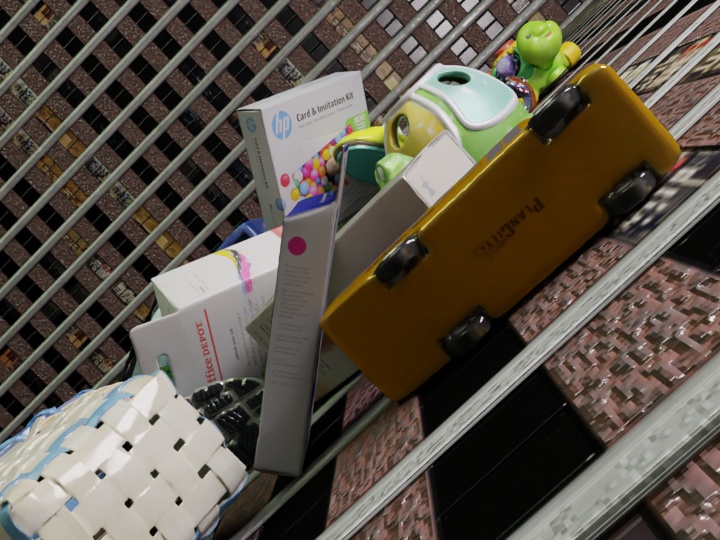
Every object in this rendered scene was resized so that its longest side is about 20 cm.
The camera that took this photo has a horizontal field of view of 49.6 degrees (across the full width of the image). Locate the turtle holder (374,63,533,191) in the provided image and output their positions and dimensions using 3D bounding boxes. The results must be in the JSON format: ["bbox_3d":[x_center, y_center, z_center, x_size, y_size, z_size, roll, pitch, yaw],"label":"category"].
[{"bbox_3d":[0.079,-0.110,0.741,0.186,0.132,0.141,-45,5,-16],"label":"turtle holder"}]

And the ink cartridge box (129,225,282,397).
[{"bbox_3d":[-0.114,0.045,0.712,0.199,0.117,0.067,-24,36,-26],"label":"ink cartridge box"}]

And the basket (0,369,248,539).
[{"bbox_3d":[-0.176,0.162,0.474,0.199,0.140,0.176,-29,12,41],"label":"basket"}]

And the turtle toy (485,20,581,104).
[{"bbox_3d":[0.266,-0.324,1.231,0.146,0.101,0.200,-45,4,-13],"label":"turtle toy"}]

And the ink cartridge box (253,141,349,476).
[{"bbox_3d":[-0.036,0.017,0.498,0.095,0.037,0.202,-87,8,-79],"label":"ink cartridge box"}]

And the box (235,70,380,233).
[{"bbox_3d":[-0.041,-0.091,0.819,0.041,0.202,0.156,6,27,40],"label":"box"}]

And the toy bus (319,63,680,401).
[{"bbox_3d":[0.069,-0.018,0.421,0.200,0.065,0.078,-44,3,14],"label":"toy bus"}]

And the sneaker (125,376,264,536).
[{"bbox_3d":[-0.137,0.152,0.686,0.200,0.078,0.080,-42,-4,26],"label":"sneaker"}]

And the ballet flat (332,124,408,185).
[{"bbox_3d":[0.045,-0.121,0.842,0.067,0.199,0.068,-31,56,40],"label":"ballet flat"}]

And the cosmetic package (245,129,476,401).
[{"bbox_3d":[0.014,0.001,0.594,0.200,0.087,0.103,-42,4,38],"label":"cosmetic package"}]

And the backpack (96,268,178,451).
[{"bbox_3d":[-0.174,0.102,0.828,0.167,0.125,0.202,60,-131,-77],"label":"backpack"}]

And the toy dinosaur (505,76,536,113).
[{"bbox_3d":[0.174,-0.210,1.157,0.180,0.106,0.200,-24,-16,-21],"label":"toy dinosaur"}]

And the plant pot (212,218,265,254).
[{"bbox_3d":[-0.175,0.020,1.493,0.200,0.200,0.180,-42,-1,28],"label":"plant pot"}]
